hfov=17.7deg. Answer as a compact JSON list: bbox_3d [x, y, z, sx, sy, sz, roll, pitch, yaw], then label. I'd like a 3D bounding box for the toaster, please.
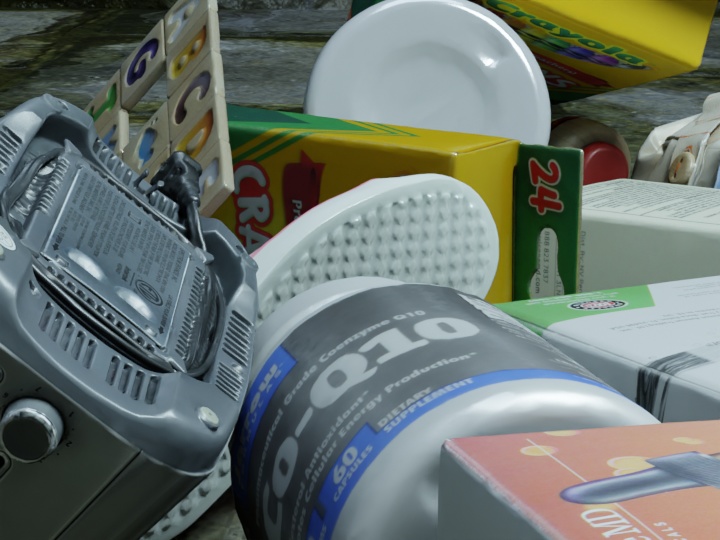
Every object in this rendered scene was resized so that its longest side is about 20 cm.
[{"bbox_3d":[-0.111,0.033,0.729,0.114,0.129,0.200,40,18,-14],"label":"toaster"}]

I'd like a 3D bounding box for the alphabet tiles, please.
[{"bbox_3d":[-0.111,-0.021,1.001,0.008,0.167,0.200,31,29,-27],"label":"alphabet tiles"}]

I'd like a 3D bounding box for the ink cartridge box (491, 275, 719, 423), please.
[{"bbox_3d":[0.152,0.061,0.802,0.146,0.085,0.200,-6,13,-26],"label":"ink cartridge box"}]

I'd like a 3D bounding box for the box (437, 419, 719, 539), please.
[{"bbox_3d":[0.134,0.102,0.550,0.199,0.107,0.152,-3,12,-16],"label":"box"}]

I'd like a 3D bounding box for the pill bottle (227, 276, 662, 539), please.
[{"bbox_3d":[0.023,0.067,0.699,0.113,0.114,0.200,-3,11,-14],"label":"pill bottle"}]

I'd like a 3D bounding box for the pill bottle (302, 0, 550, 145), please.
[{"bbox_3d":[0.027,-0.057,1.131,0.114,0.114,0.200,0,-8,-2],"label":"pill bottle"}]

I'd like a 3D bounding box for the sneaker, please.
[{"bbox_3d":[-0.047,0.023,0.880,0.200,0.075,0.105,-37,25,-21],"label":"sneaker"}]

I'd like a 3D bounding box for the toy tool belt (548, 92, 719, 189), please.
[{"bbox_3d":[0.195,-0.032,1.149,0.200,0.125,0.123,11,8,-28],"label":"toy tool belt"}]

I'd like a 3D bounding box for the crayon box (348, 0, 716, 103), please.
[{"bbox_3d":[0.087,-0.134,1.129,0.127,0.051,0.200,20,-9,-17],"label":"crayon box"}]

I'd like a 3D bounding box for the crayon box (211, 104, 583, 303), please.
[{"bbox_3d":[0.000,0.000,0.993,0.200,0.127,0.051,8,14,37],"label":"crayon box"}]

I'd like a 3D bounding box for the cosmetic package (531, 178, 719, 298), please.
[{"bbox_3d":[0.174,0.016,1.017,0.200,0.088,0.103,8,13,38],"label":"cosmetic package"}]
